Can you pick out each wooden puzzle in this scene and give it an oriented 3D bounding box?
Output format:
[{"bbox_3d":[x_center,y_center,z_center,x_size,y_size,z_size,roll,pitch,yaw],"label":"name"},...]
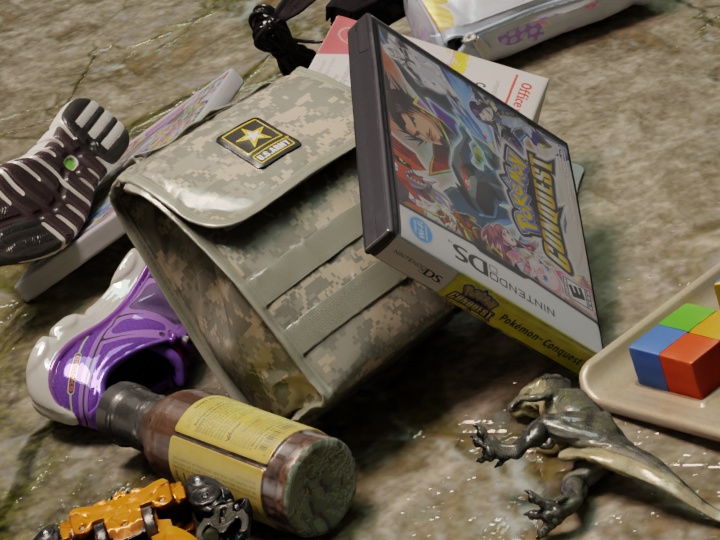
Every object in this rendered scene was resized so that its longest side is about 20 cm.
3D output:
[{"bbox_3d":[0.253,0.037,1.476,0.185,0.047,0.199,-33,32,-29],"label":"wooden puzzle"}]

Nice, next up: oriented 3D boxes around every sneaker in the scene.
[{"bbox_3d":[-0.134,0.042,1.676,0.083,0.081,0.200,22,51,28],"label":"sneaker"},{"bbox_3d":[-0.246,-0.037,1.836,0.116,0.076,0.200,-44,4,37],"label":"sneaker"}]

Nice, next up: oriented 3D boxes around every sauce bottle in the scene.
[{"bbox_3d":[-0.086,0.107,1.515,0.065,0.065,0.199,-34,33,-30],"label":"sauce bottle"}]

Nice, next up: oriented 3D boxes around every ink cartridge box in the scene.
[{"bbox_3d":[0.059,-0.097,1.727,0.199,0.068,0.117,17,35,4],"label":"ink cartridge box"}]

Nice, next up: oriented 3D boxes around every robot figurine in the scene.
[{"bbox_3d":[-0.119,0.187,1.393,0.144,0.059,0.200,-18,28,-3],"label":"robot figurine"}]

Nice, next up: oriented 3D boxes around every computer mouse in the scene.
[{"bbox_3d":[0.000,-0.228,1.969,0.199,0.046,0.140,-30,-19,13],"label":"computer mouse"}]

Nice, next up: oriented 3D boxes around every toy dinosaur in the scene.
[{"bbox_3d":[0.120,0.106,1.427,0.088,0.048,0.200,-20,30,-21],"label":"toy dinosaur"}]

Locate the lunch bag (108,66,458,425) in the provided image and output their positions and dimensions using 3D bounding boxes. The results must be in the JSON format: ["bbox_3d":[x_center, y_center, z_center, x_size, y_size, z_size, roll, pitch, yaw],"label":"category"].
[{"bbox_3d":[-0.040,-0.022,1.566,0.164,0.200,0.118,-34,-7,-32],"label":"lunch bag"}]

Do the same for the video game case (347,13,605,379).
[{"bbox_3d":[0.071,-0.048,1.555,0.025,0.180,0.201,-40,35,31],"label":"video game case"}]

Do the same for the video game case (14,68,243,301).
[{"bbox_3d":[-0.170,-0.065,1.864,0.143,0.018,0.200,-33,17,33],"label":"video game case"}]

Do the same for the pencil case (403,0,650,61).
[{"bbox_3d":[0.132,-0.216,1.966,0.199,0.084,0.091,-23,8,-13],"label":"pencil case"}]
